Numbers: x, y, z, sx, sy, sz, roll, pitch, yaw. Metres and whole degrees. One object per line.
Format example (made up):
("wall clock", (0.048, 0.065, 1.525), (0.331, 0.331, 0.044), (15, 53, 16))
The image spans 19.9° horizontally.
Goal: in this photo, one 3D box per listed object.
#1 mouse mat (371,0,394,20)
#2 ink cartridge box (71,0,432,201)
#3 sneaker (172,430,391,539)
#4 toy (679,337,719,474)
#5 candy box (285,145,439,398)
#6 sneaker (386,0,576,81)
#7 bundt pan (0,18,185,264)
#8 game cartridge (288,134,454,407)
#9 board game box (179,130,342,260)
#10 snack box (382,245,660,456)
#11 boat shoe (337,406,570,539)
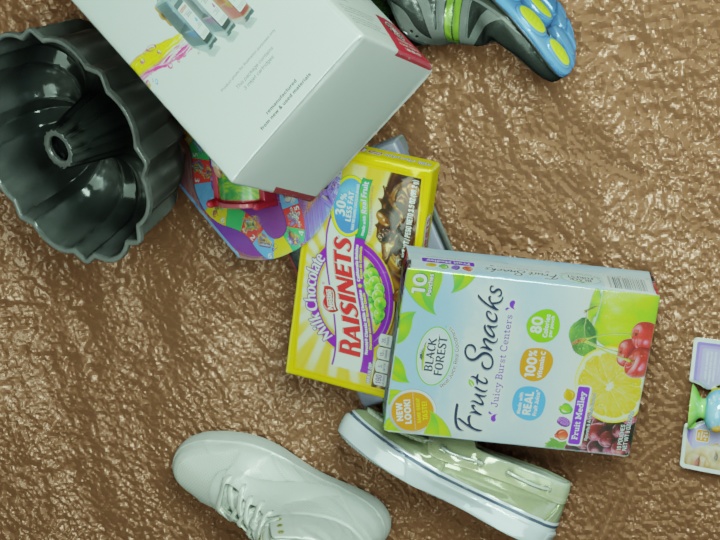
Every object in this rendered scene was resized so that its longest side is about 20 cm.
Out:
("mouse mat", (-0.037, -0.249, 1.599), (0.200, 0.008, 0.161), (-37, 95, 25))
("ink cartridge box", (-0.079, -0.176, 1.501), (0.145, 0.145, 0.200), (-46, 71, 14))
("sneaker", (-0.082, 0.204, 1.720), (0.198, 0.116, 0.074), (18, 116, 12))
("toy", (0.349, 0.124, 1.585), (0.198, 0.047, 0.116), (9, 114, 15))
("candy box", (0.000, 0.000, 1.632), (0.101, 0.026, 0.202), (14, 113, 17))
("sneaker", (0.075, -0.199, 1.544), (0.199, 0.071, 0.083), (31, 122, 10))
("bundt pan", (-0.218, -0.111, 1.646), (0.201, 0.076, 0.203), (22, 128, 31))
("game cartridge", (0.016, 0.004, 1.660), (0.129, 0.038, 0.201), (-21, 102, 19))
("board game box", (-0.106, -0.102, 1.622), (0.200, 0.039, 0.158), (50, 125, 16))
("snack box", (0.124, 0.064, 1.605), (0.198, 0.053, 0.144), (7, 111, -3))
("boat shoe", (0.079, 0.157, 1.685), (0.199, 0.072, 0.062), (27, 94, 2))
